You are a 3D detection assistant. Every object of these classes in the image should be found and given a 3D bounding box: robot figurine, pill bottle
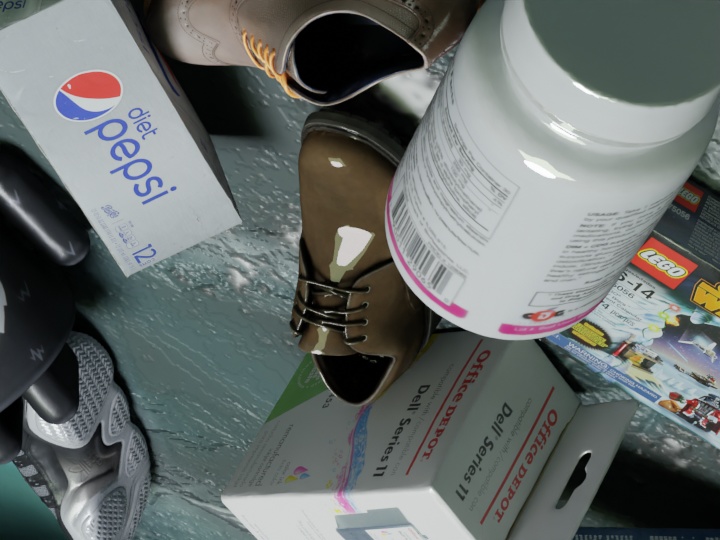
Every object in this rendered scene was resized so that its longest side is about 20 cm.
[{"bbox_3d":[-0.239,0.014,1.538,0.125,0.150,0.200,-2,132,54],"label":"robot figurine"},{"bbox_3d":[0.087,-0.061,1.190,0.113,0.113,0.200,28,150,0],"label":"pill bottle"}]

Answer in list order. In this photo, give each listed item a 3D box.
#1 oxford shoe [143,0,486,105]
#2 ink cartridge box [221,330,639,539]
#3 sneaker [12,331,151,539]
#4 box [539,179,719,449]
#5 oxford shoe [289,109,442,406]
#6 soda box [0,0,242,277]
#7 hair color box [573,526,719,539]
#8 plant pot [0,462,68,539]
[{"bbox_3d":[-0.033,-0.113,1.243,0.200,0.073,0.071,-6,136,44],"label":"oxford shoe"},{"bbox_3d":[0.036,0.094,1.459,0.200,0.117,0.067,-7,132,44],"label":"ink cartridge box"},{"bbox_3d":[-0.200,0.101,1.704,0.114,0.076,0.200,14,141,22],"label":"sneaker"},{"bbox_3d":[0.198,0.043,1.332,0.200,0.040,0.137,31,148,-5],"label":"box"},{"bbox_3d":[0.000,0.000,1.381,0.073,0.084,0.200,16,146,22],"label":"oxford shoe"},{"bbox_3d":[-0.125,-0.084,1.324,0.068,0.063,0.200,-25,143,3],"label":"soda box"},{"bbox_3d":[0.146,0.184,1.491,0.200,0.061,0.100,2,150,-7],"label":"hair color box"},{"bbox_3d":[-0.261,0.235,1.844,0.200,0.201,0.161,17,159,18],"label":"plant pot"}]
